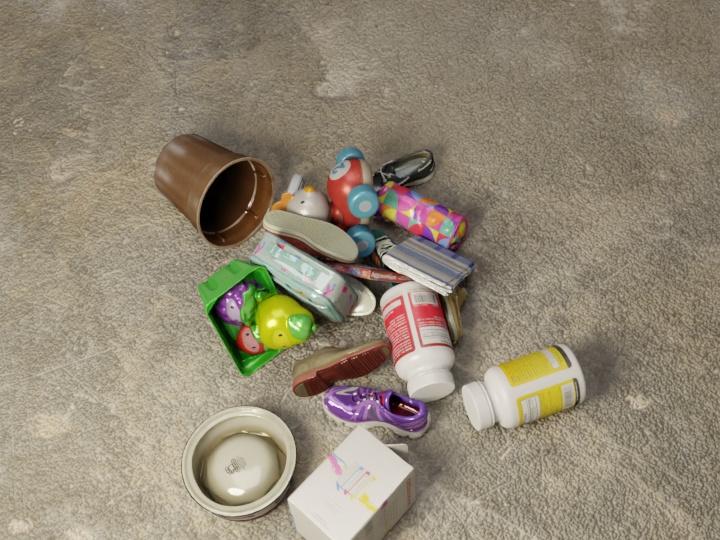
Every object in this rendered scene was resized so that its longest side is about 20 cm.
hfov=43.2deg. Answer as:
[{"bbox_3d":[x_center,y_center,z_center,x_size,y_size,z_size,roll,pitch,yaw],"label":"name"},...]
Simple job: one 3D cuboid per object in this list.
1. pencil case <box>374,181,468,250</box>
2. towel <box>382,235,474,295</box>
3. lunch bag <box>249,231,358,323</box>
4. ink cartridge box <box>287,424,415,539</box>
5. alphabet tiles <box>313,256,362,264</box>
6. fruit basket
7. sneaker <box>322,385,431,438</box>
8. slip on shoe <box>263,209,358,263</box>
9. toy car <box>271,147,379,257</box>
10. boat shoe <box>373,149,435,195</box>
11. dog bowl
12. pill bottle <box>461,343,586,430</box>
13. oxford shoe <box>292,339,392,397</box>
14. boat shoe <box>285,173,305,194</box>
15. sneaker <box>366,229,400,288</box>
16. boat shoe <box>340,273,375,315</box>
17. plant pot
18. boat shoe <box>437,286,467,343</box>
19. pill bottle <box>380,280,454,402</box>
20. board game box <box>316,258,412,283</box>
[{"bbox_3d":[0.123,-0.110,1.864,0.198,0.089,0.089,28,59,25],"label":"pencil case"},{"bbox_3d":[0.133,-0.013,1.724,0.145,0.024,0.200,27,22,13],"label":"towel"},{"bbox_3d":[-0.109,0.013,1.673,0.198,0.161,0.078,29,81,20],"label":"lunch bag"},{"bbox_3d":[-0.002,0.366,1.486,0.125,0.129,0.200,34,61,26],"label":"ink cartridge box"},{"bbox_3d":[-0.096,-0.071,1.895,0.197,0.008,0.169,-4,53,1],"label":"alphabet tiles"},{"bbox_3d":[-0.180,0.095,1.648,0.155,0.217,0.216,-36,58,-15],"label":"fruit basket"},{"bbox_3d":[0.029,0.233,1.611,0.197,0.084,0.081,8,53,11],"label":"sneaker"},{"bbox_3d":[-0.095,-0.057,1.741,0.197,0.062,0.074,19,46,14],"label":"slip on shoe"},{"bbox_3d":[-0.077,-0.134,1.800,0.197,0.179,0.185,-3,36,-11],"label":"toy car"},{"bbox_3d":[0.068,-0.205,1.949,0.198,0.061,0.076,-28,56,-16],"label":"boat shoe"},{"bbox_3d":[-0.202,0.337,1.556,0.197,0.074,0.202,-2,54,2],"label":"dog bowl"},{"bbox_3d":[0.283,0.210,1.592,0.197,0.112,0.112,-17,54,-9],"label":"pill bottle"},{"bbox_3d":[-0.039,0.159,1.657,0.198,0.071,0.075,-21,47,8],"label":"oxford shoe"},{"bbox_3d":[-0.138,-0.111,1.892,0.061,0.072,0.202,18,58,-11],"label":"boat shoe"},{"bbox_3d":[0.063,-0.023,1.799,0.071,0.080,0.201,-22,52,-13],"label":"sneaker"},{"bbox_3d":[-0.055,0.040,1.770,0.199,0.060,0.073,19,84,19],"label":"boat shoe"},{"bbox_3d":[-0.315,-0.177,1.886,0.197,0.202,0.200,32,61,34],"label":"plant pot"},{"bbox_3d":[0.173,0.051,1.750,0.075,0.072,0.202,-3,52,-16],"label":"boat shoe"},{"bbox_3d":[0.108,0.130,1.657,0.110,0.113,0.202,-11,61,-4],"label":"pill bottle"},{"bbox_3d":[0.000,0.000,1.729,0.102,0.020,0.199,5,4,-36],"label":"board game box"}]
